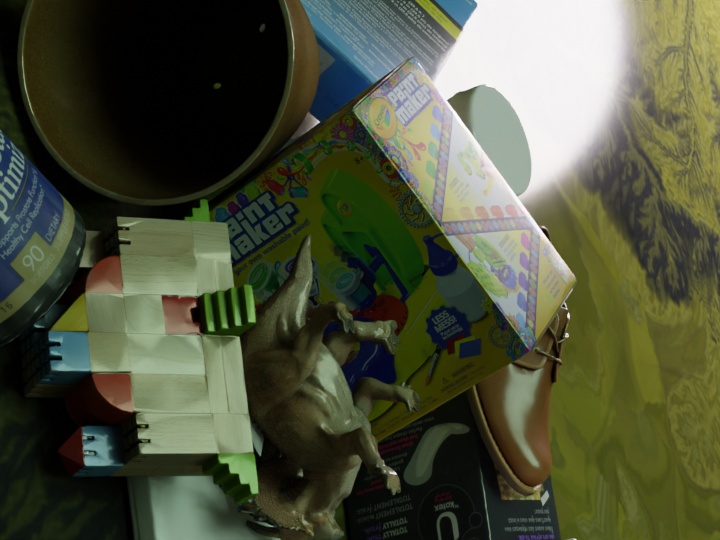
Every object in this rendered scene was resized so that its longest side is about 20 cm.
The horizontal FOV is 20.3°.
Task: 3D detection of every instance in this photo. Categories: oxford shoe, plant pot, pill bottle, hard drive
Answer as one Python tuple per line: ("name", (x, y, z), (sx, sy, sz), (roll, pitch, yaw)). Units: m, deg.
("oxford shoe", (0.117, 0.059, 1.429), (0.071, 0.071, 0.201), (22, 56, -50))
("plant pot", (-0.103, -0.137, 1.348), (0.200, 0.186, 0.187), (-7, 79, -74))
("pill bottle", (0.018, -0.063, 1.448), (0.109, 0.200, 0.109), (35, 45, -45))
("hard drive", (-0.099, 0.166, 1.303), (0.132, 0.026, 0.201), (16, 60, -54))
("pill bottle", (-0.252, -0.054, 1.099), (0.200, 0.112, 0.112), (49, 37, -32))

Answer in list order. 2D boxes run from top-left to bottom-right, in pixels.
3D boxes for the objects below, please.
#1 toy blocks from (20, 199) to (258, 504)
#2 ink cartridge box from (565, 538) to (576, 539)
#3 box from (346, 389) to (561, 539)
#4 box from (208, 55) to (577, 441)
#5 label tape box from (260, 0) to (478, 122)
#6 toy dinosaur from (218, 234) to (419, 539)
("toy blocks", (-0.145, 0.047, 1.226), (0.136, 0.100, 0.201), (2, 69, -28))
("ink cartridge box", (0.057, 0.240, 1.302), (0.146, 0.199, 0.085), (59, 19, -73))
("box", (0.062, 0.133, 1.484), (0.106, 0.122, 0.201), (20, 57, -51))
("box", (0.000, 0.000, 1.349), (0.193, 0.200, 0.122), (53, 30, -6))
("label tape box", (-0.001, -0.196, 1.590), (0.144, 0.063, 0.200), (43, 37, -9))
("toy dinosaur", (-0.042, 0.086, 1.271), (0.086, 0.135, 0.201), (-25, 97, -65))
